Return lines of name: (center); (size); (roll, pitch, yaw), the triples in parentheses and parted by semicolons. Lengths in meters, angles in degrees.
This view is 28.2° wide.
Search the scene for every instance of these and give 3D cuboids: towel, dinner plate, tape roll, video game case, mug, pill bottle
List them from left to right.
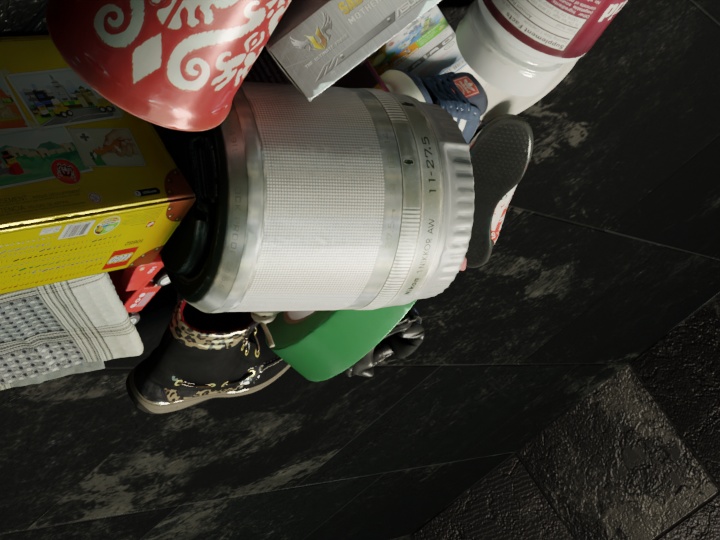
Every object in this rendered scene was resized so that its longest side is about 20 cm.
towel: (-0.288, 0.056, 1.200); (0.191, 0.035, 0.200); (-15, 156, -5)
mug: (-0.098, -0.199, 0.845); (0.177, 0.134, 0.200); (-10, 146, -53)
tape roll: (0.000, 0.000, 1.218); (0.200, 0.048, 0.201); (-45, -163, 17)
video game case: (0.015, -0.178, 1.246); (0.143, 0.018, 0.200); (-36, 161, 7)
dinner plate: (0.163, -0.200, 1.432); (0.199, 0.024, 0.200); (-31, 161, -12)
pill bottle: (0.167, -0.246, 1.187); (0.114, 0.115, 0.200); (-17, 155, -41)

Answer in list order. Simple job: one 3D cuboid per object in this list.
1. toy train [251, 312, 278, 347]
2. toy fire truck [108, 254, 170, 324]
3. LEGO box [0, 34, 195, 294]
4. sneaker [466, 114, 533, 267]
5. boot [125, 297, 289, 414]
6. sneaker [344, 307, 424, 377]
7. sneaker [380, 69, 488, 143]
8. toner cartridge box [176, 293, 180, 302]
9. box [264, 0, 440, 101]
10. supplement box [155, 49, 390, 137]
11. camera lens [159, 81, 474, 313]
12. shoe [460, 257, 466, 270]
toy train: (-0.059, -0.034, 1.211); (0.084, 0.200, 0.116); (32, 110, -36)
toy fire truck: (-0.215, -0.010, 1.221); (0.141, 0.049, 0.200); (-6, 148, -51)
LEGO box: (-0.228, -0.068, 0.907); (0.199, 0.149, 0.077); (-13, 152, -46)
sneaker: (0.139, -0.109, 1.532); (0.108, 0.067, 0.202); (-73, 178, -48)
boot: (-0.121, 0.060, 1.385); (0.199, 0.073, 0.151); (-15, 155, -33)
sneaker: (0.036, 0.024, 1.418); (0.200, 0.111, 0.077); (-41, 161, -23)
sneaker: (0.070, -0.150, 1.270); (0.084, 0.075, 0.200); (-33, 172, 2)
toner cartridge box: (-0.086, -0.016, 1.428); (0.199, 0.043, 0.095); (-27, 159, -21)
box: (0.017, -0.214, 0.973); (0.200, 0.048, 0.159); (-37, -155, 7)
supplement box: (-0.067, -0.098, 1.141); (0.199, 0.086, 0.110); (-35, 136, 5)
camera lens: (-0.039, -0.051, 1.021); (0.199, 0.161, 0.160); (0, 146, -26)
shoe: (0.014, -0.047, 1.342); (0.199, 0.092, 0.071); (4, 176, -23)
